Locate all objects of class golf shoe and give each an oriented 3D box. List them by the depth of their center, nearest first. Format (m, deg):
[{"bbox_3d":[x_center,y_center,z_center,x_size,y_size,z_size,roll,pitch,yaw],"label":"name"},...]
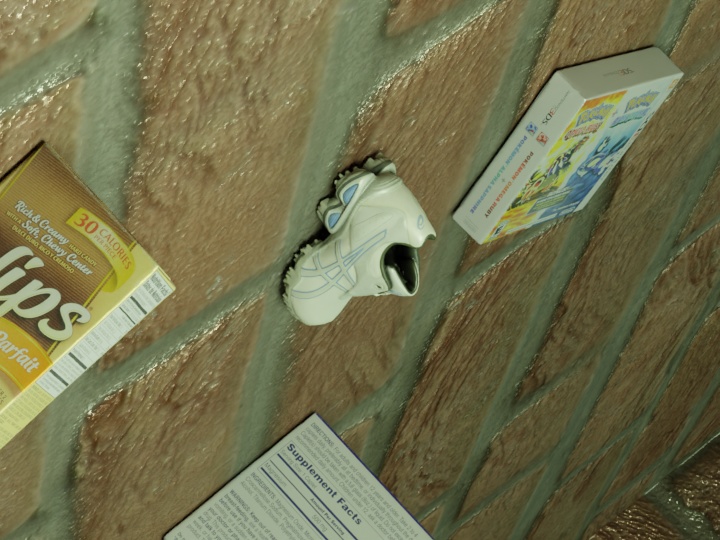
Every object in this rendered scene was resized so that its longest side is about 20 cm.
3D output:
[{"bbox_3d":[0.000,0.000,1.963,0.078,0.097,0.200,-34,162,-34],"label":"golf shoe"}]

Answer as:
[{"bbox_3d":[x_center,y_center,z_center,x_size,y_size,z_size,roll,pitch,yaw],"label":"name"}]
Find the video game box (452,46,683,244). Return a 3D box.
[{"bbox_3d":[0.195,-0.118,2.214,0.200,0.047,0.183,-19,148,-54],"label":"video game box"}]

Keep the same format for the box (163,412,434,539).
[{"bbox_3d":[-0.058,0.278,2.322,0.200,0.184,0.105,-38,161,-16],"label":"box"}]

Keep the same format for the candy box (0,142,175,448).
[{"bbox_3d":[-0.229,0.032,1.489,0.200,0.115,0.055,-43,164,-4],"label":"candy box"}]
